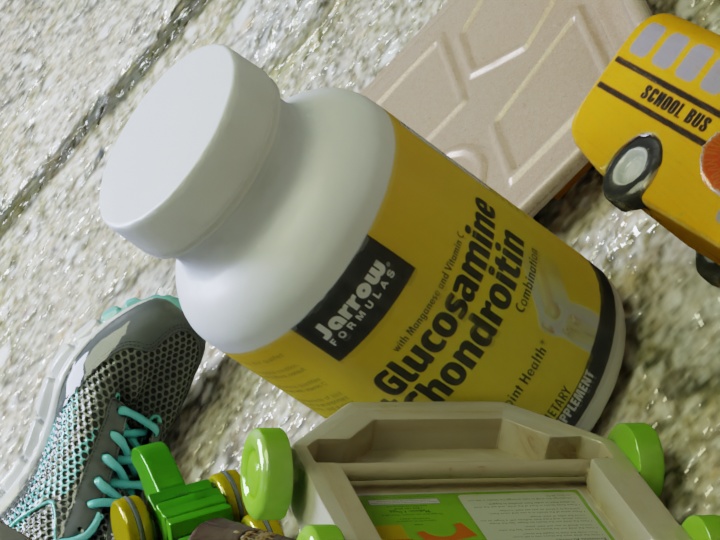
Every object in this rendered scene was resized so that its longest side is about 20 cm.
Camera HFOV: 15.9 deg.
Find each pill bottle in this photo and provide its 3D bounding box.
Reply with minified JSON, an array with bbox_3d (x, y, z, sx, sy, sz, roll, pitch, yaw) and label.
[{"bbox_3d":[0.000,0.000,0.997,0.112,0.200,0.112,-38,32,30],"label":"pill bottle"}]

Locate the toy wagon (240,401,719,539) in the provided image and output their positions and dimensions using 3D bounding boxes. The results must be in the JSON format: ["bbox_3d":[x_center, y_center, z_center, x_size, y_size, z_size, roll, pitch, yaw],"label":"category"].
[{"bbox_3d":[0.050,0.099,0.878,0.200,0.154,0.040,-124,38,-60],"label":"toy wagon"}]

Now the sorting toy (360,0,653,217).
[{"bbox_3d":[0.059,-0.069,1.162,0.200,0.036,0.186,-50,28,21],"label":"sorting toy"}]

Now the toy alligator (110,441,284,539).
[{"bbox_3d":[-0.059,0.139,1.110,0.200,0.059,0.055,-136,37,-55],"label":"toy alligator"}]

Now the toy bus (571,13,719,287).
[{"bbox_3d":[0.151,-0.030,0.938,0.078,0.065,0.200,-53,27,1],"label":"toy bus"}]

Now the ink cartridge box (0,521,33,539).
[{"bbox_3d":[-0.160,0.220,1.074,0.201,0.145,0.083,-58,27,-4],"label":"ink cartridge box"}]

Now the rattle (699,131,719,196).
[{"bbox_3d":[0.199,0.016,0.775,0.199,0.144,0.130,-10,16,43],"label":"rattle"}]

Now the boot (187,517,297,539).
[{"bbox_3d":[-0.095,0.178,0.955,0.201,0.064,0.186,-57,-9,6],"label":"boot"}]

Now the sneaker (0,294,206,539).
[{"bbox_3d":[-0.127,0.108,1.243,0.091,0.077,0.201,38,97,46],"label":"sneaker"}]
